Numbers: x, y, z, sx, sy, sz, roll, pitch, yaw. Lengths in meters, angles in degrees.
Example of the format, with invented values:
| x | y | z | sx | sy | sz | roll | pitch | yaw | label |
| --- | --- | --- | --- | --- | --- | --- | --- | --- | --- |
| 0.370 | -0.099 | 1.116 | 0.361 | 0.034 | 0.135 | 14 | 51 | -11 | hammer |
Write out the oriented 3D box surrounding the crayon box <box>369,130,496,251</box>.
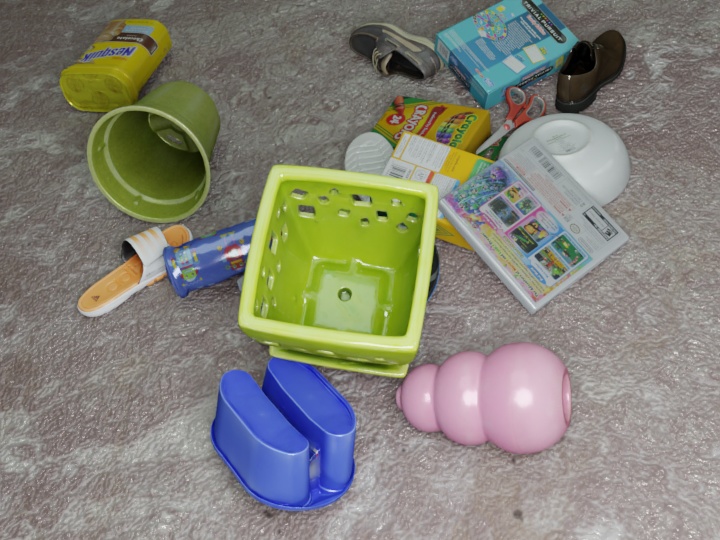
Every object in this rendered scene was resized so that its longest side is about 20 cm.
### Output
| x | y | z | sx | sy | sz | roll | pitch | yaw | label |
| --- | --- | --- | --- | --- | --- | --- | --- | --- | --- |
| 0.128 | -0.110 | 1.285 | 0.199 | 0.052 | 0.126 | 21 | 65 | 15 | crayon box |

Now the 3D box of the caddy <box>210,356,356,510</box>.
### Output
| x | y | z | sx | sy | sz | roll | pitch | yaw | label |
| --- | --- | --- | --- | --- | --- | --- | --- | --- | --- |
| -0.090 | 0.193 | 1.045 | 0.140 | 0.106 | 0.200 | -15 | 38 | -33 | caddy |

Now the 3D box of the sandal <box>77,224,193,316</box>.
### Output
| x | y | z | sx | sy | sz | roll | pitch | yaw | label |
| --- | --- | --- | --- | --- | --- | --- | --- | --- | --- |
| -0.337 | -0.011 | 1.334 | 0.079 | 0.060 | 0.206 | 30 | 60 | 35 | sandal |

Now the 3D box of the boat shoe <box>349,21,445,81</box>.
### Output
| x | y | z | sx | sy | sz | roll | pitch | yaw | label |
| --- | --- | --- | --- | --- | --- | --- | --- | --- | --- |
| 0.054 | -0.388 | 1.593 | 0.199 | 0.075 | 0.073 | 21 | 54 | 32 | boat shoe |

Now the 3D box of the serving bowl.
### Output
| x | y | z | sx | sy | sz | roll | pitch | yaw | label |
| --- | --- | --- | --- | --- | --- | --- | --- | --- | --- |
| 0.299 | -0.171 | 1.327 | 0.198 | 0.066 | 0.201 | -7 | 46 | 7 | serving bowl |

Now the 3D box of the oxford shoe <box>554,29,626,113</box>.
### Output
| x | y | z | sx | sy | sz | roll | pitch | yaw | label |
| --- | --- | --- | --- | --- | --- | --- | --- | --- | --- |
| 0.383 | -0.345 | 1.463 | 0.072 | 0.085 | 0.200 | 17 | 51 | 30 | oxford shoe |

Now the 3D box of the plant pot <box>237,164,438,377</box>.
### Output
| x | y | z | sx | sy | sz | roll | pitch | yaw | label |
| --- | --- | --- | --- | --- | --- | --- | --- | --- | --- |
| -0.018 | 0.013 | 1.035 | 0.197 | 0.182 | 0.202 | 8 | 69 | 6 | plant pot |

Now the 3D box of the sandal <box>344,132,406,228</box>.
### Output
| x | y | z | sx | sy | sz | roll | pitch | yaw | label |
| --- | --- | --- | --- | --- | --- | --- | --- | --- | --- |
| 0.029 | -0.122 | 1.359 | 0.082 | 0.050 | 0.204 | -18 | 59 | -2 | sandal |

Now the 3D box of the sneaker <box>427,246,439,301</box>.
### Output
| x | y | z | sx | sy | sz | roll | pitch | yaw | label |
| --- | --- | --- | --- | --- | --- | --- | --- | --- | --- |
| 0.043 | 0.029 | 1.169 | 0.070 | 0.083 | 0.200 | 25 | 65 | 23 | sneaker |

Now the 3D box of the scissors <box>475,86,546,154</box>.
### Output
| x | y | z | sx | sy | sz | roll | pitch | yaw | label |
| --- | --- | --- | --- | --- | --- | --- | --- | --- | --- |
| 0.240 | -0.226 | 1.402 | 0.073 | 0.014 | 0.201 | 31 | 49 | -1 | scissors |

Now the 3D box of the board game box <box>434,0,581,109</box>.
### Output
| x | y | z | sx | sy | sz | roll | pitch | yaw | label |
| --- | --- | --- | --- | --- | --- | --- | --- | --- | --- |
| 0.250 | -0.379 | 1.522 | 0.199 | 0.047 | 0.151 | -29 | 67 | -15 | board game box |

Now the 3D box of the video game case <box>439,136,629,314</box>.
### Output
| x | y | z | sx | sy | sz | roll | pitch | yaw | label |
| --- | --- | --- | --- | --- | --- | --- | --- | --- | --- |
| 0.234 | -0.066 | 1.217 | 0.181 | 0.024 | 0.200 | -34 | 72 | -18 | video game case |

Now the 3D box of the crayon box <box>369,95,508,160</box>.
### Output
| x | y | z | sx | sy | sz | roll | pitch | yaw | label |
| --- | --- | --- | --- | --- | --- | --- | --- | --- | --- |
| 0.121 | -0.209 | 1.418 | 0.198 | 0.051 | 0.127 | 15 | 51 | 26 | crayon box |

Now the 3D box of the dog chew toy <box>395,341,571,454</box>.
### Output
| x | y | z | sx | sy | sz | roll | pitch | yaw | label |
| --- | --- | --- | --- | --- | --- | --- | --- | --- | --- |
| 0.137 | 0.145 | 1.026 | 0.198 | 0.125 | 0.125 | -3 | 45 | 23 | dog chew toy |

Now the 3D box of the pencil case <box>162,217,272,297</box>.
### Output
| x | y | z | sx | sy | sz | roll | pitch | yaw | label |
| --- | --- | --- | --- | --- | --- | --- | --- | --- | --- |
| -0.185 | -0.029 | 1.299 | 0.198 | 0.079 | 0.087 | -20 | 15 | -5 | pencil case |

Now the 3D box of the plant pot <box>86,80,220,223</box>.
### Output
| x | y | z | sx | sy | sz | roll | pitch | yaw | label |
| --- | --- | --- | --- | --- | --- | --- | --- | --- | --- |
| -0.314 | -0.211 | 1.450 | 0.198 | 0.202 | 0.185 | -2 | 35 | 12 | plant pot |

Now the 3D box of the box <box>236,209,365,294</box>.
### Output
| x | y | z | sx | sy | sz | roll | pitch | yaw | label |
| --- | --- | --- | --- | --- | --- | --- | --- | --- | --- |
| -0.071 | -0.001 | 1.225 | 0.200 | 0.048 | 0.122 | -39 | 43 | 12 | box |

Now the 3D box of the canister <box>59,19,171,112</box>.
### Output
| x | y | z | sx | sy | sz | roll | pitch | yaw | label |
| --- | --- | --- | --- | --- | --- | --- | --- | --- | --- |
| -0.467 | -0.400 | 1.729 | 0.147 | 0.087 | 0.201 | 4 | 46 | 17 | canister |
